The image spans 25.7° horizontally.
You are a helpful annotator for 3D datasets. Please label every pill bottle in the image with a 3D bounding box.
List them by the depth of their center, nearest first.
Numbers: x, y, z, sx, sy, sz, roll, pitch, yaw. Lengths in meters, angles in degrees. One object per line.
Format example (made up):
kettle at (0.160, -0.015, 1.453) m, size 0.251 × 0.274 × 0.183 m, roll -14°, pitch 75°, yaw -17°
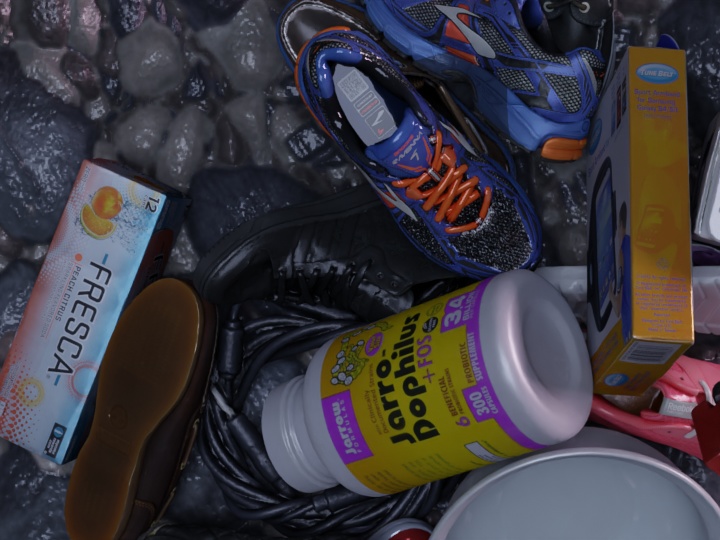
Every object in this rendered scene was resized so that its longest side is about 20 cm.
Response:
pill bottle at (0.035, 0.077, 0.966) m, size 0.198 × 0.104 × 0.105 m, roll -23°, pitch 87°, yaw 33°

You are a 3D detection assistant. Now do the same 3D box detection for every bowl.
bowl at (0.135, 0.173, 1.009) m, size 0.198 × 0.091 × 0.204 m, roll 1°, pitch 119°, yaw 1°

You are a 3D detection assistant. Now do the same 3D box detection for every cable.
cable at (-0.016, 0.108, 1.069) m, size 0.198 × 0.051 × 0.165 m, roll 18°, pitch 94°, yaw 8°

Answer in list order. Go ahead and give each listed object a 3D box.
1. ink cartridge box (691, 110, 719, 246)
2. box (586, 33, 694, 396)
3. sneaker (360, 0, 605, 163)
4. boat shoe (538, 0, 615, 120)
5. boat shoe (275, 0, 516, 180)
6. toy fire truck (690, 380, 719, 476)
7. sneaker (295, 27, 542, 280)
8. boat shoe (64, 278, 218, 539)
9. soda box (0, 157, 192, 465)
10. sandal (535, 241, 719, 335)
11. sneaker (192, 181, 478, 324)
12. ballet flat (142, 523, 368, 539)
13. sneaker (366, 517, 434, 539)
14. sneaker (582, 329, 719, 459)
ink cartridge box at (0.275, -0.044, 0.941) m, size 0.146 × 0.200 × 0.087 m, roll 13°, pitch 92°, yaw 9°
box at (0.164, -0.038, 0.942) m, size 0.041 × 0.119 × 0.203 m, roll 2°, pitch 71°, yaw -4°
sneaker at (0.081, -0.154, 1.016) m, size 0.200 × 0.075 × 0.079 m, roll 40°, pitch 113°, yaw 20°
boat shoe at (0.136, -0.195, 1.033) m, size 0.068 × 0.057 × 0.203 m, roll 3°, pitch 92°, yaw 9°
boat shoe at (0.023, -0.117, 1.046) m, size 0.199 × 0.072 × 0.073 m, roll 38°, pitch 97°, yaw 7°
toy fire truck at (0.279, 0.106, 0.959) m, size 0.140 × 0.049 × 0.200 m, roll 33°, pitch 121°, yaw -29°
sneaker at (0.031, -0.066, 0.964) m, size 0.200 × 0.078 × 0.075 m, roll 43°, pitch 96°, yaw 1°
boat shoe at (-0.141, 0.095, 1.071) m, size 0.070 × 0.070 × 0.202 m, roll 33°, pitch 109°, yaw 27°
soda box at (-0.188, 0.027, 1.090) m, size 0.068 × 0.064 × 0.202 m, roll 24°, pitch 96°, yaw 9°
sandal at (0.204, 0.004, 1.023) m, size 0.200 × 0.083 × 0.050 m, roll 2°, pitch 65°, yaw 9°
sneaker at (-0.001, 0.002, 1.025) m, size 0.198 × 0.060 × 0.105 m, roll -22°, pitch 61°, yaw -23°
ballet flat at (-0.067, 0.202, 1.060) m, size 0.198 × 0.057 × 0.067 m, roll 3°, pitch 118°, yaw 35°
sneaker at (0.003, 0.267, 1.032) m, size 0.071 × 0.113 × 0.202 m, roll 26°, pitch 98°, yaw -11°
sneaker at (0.213, 0.092, 1.012) m, size 0.197 × 0.087 × 0.075 m, roll 13°, pitch 94°, yaw 9°
